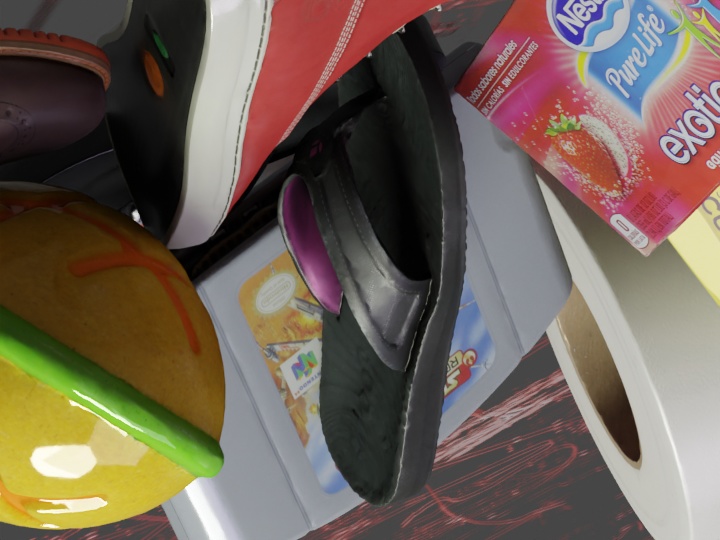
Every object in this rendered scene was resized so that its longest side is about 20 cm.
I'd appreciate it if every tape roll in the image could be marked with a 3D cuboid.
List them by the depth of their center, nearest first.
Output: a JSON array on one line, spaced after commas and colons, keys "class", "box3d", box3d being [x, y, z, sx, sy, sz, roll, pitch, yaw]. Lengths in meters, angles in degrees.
[{"class": "tape roll", "box3d": [0.170, 0.016, 1.242, 0.139, 0.203, 0.203, -23, 167, -7]}]

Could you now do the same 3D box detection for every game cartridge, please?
[{"class": "game cartridge", "box3d": [-0.004, 0.018, 1.032, 0.200, 0.134, 0.041, -38, -149, -22]}]

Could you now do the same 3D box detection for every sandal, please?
[{"class": "sandal", "box3d": [0.001, 0.001, 0.944, 0.048, 0.075, 0.201, -16, 124, -28]}, {"class": "sandal", "box3d": [-0.059, -0.039, 0.968, 0.199, 0.043, 0.076, -23, 167, -5]}]

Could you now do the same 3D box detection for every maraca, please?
[{"class": "maraca", "box3d": [-0.114, 0.024, 0.881, 0.107, 0.137, 0.200, -56, -155, -7]}]

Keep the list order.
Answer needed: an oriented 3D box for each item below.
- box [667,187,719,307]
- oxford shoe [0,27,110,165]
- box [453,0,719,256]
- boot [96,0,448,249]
[{"class": "box", "box3d": [0.154, -0.039, 1.065, 0.075, 0.050, 0.200, -28, 122, 19]}, {"class": "oxford shoe", "box3d": [-0.159, -0.020, 0.797, 0.199, 0.073, 0.071, -18, 165, -27]}, {"class": "box", "box3d": [0.120, -0.099, 0.871, 0.100, 0.095, 0.200, -47, 177, -25]}, {"class": "boot", "box3d": [-0.006, -0.079, 0.856, 0.144, 0.073, 0.200, -21, 163, -21]}]
